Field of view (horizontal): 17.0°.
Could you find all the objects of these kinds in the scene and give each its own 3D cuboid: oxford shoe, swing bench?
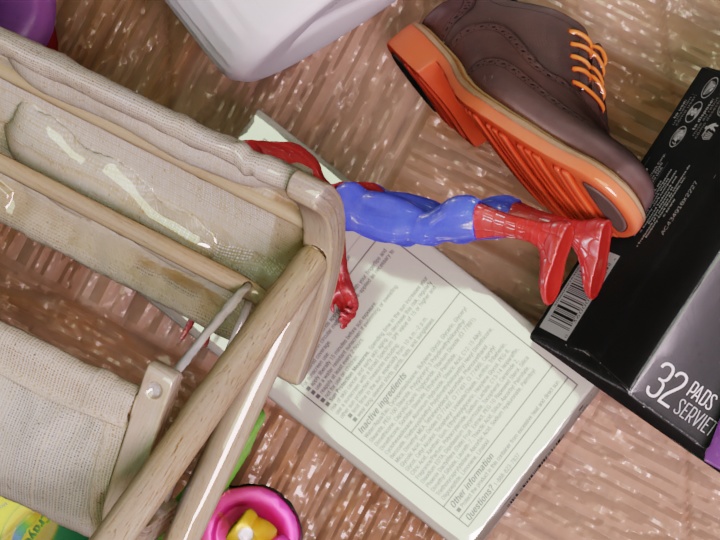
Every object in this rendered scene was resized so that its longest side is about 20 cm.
[{"bbox_3d":[0.081,-0.080,1.067,0.072,0.071,0.200,-41,38,-2],"label":"oxford shoe"},{"bbox_3d":[-0.134,0.019,0.976,0.198,0.130,0.201,27,78,14],"label":"swing bench"}]

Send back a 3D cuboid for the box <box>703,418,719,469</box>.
[{"bbox_3d":[0.250,0.045,0.956,0.199,0.039,0.137,19,94,-19],"label":"box"}]

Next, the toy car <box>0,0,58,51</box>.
[{"bbox_3d":[-0.210,-0.119,1.090,0.149,0.200,0.176,16,71,3],"label":"toy car"}]

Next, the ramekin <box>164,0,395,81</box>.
[{"bbox_3d":[-0.009,-0.171,1.074,0.200,0.200,0.098,-34,90,2],"label":"ramekin"}]

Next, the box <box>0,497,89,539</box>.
[{"bbox_3d":[-0.223,0.086,1.143,0.117,0.048,0.200,-41,79,1],"label":"box"}]

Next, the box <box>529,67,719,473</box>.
[{"bbox_3d":[0.204,0.031,1.026,0.200,0.124,0.149,33,90,-18],"label":"box"}]

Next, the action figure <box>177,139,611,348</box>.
[{"bbox_3d":[0.000,0.000,1.035,0.199,0.065,0.099,18,99,29],"label":"action figure"}]

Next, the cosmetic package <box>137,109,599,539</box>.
[{"bbox_3d":[0.003,0.030,1.110,0.200,0.073,0.104,39,89,9],"label":"cosmetic package"}]

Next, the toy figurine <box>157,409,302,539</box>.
[{"bbox_3d":[-0.038,0.193,1.074,0.184,0.150,0.200,39,96,-3],"label":"toy figurine"}]
